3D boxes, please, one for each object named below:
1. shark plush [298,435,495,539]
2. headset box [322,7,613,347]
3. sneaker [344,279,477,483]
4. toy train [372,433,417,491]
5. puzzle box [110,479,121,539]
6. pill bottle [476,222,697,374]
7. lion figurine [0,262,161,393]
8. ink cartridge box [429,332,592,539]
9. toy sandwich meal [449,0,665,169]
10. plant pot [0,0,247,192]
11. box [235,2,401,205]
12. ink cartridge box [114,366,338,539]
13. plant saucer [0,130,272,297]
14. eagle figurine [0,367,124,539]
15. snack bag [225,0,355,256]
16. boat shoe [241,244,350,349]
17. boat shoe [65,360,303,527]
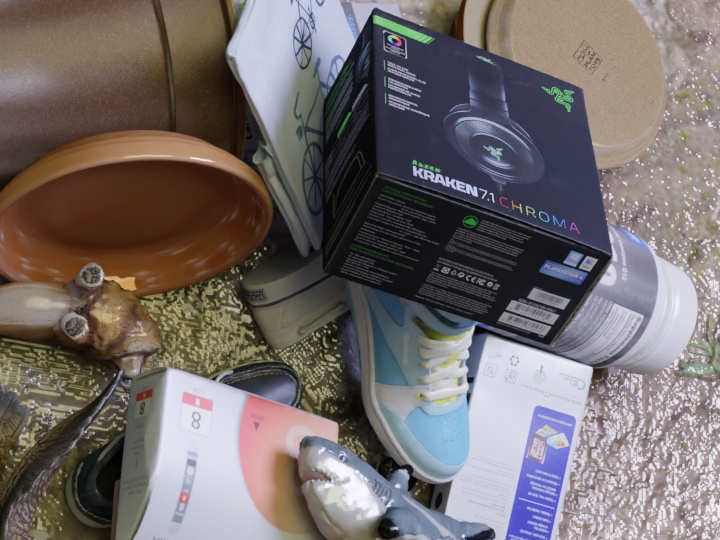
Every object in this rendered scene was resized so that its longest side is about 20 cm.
[{"bbox_3d":[0.038,0.168,1.208,0.199,0.091,0.084,10,53,-36],"label":"shark plush"},{"bbox_3d":[0.068,-0.070,1.175,0.173,0.093,0.201,19,39,-16],"label":"headset box"},{"bbox_3d":[0.058,0.054,1.235,0.079,0.130,0.202,-17,91,-35],"label":"sneaker"},{"bbox_3d":[0.030,0.112,1.311,0.034,0.046,0.202,24,63,-26],"label":"toy train"},{"bbox_3d":[-0.090,0.224,1.190,0.199,0.025,0.134,20,65,-41],"label":"puzzle box"},{"bbox_3d":[0.166,0.011,1.350,0.199,0.113,0.115,21,65,-36],"label":"pill bottle"},{"bbox_3d":[-0.235,0.030,1.188,0.198,0.123,0.073,12,78,-6],"label":"lion figurine"},{"bbox_3d":[0.110,0.158,1.326,0.099,0.039,0.202,19,77,-19],"label":"ink cartridge box"},{"bbox_3d":[0.168,-0.167,1.457,0.204,0.070,0.207,11,68,-27],"label":"toy sandwich meal"},{"bbox_3d":[-0.203,-0.139,1.207,0.197,0.200,0.202,-11,79,-20],"label":"plant pot"},{"bbox_3d":[-0.039,-0.131,1.342,0.199,0.041,0.157,-6,76,-35],"label":"box"},{"bbox_3d":[-0.089,0.180,1.149,0.162,0.050,0.202,22,58,-41],"label":"ink cartridge box"},{"bbox_3d":[-0.160,-0.040,1.183,0.199,0.200,0.038,2,62,-25],"label":"plant saucer"},{"bbox_3d":[-0.238,0.160,1.126,0.150,0.151,0.202,5,82,-13],"label":"eagle figurine"},{"bbox_3d":[-0.046,-0.143,1.218,0.021,0.201,0.190,-1,51,20],"label":"snack bag"},{"bbox_3d":[0.000,0.000,1.327,0.199,0.071,0.070,-30,112,-33],"label":"boat shoe"},{"bbox_3d":[-0.118,0.117,1.227,0.199,0.062,0.075,-23,86,-29],"label":"boat shoe"}]
